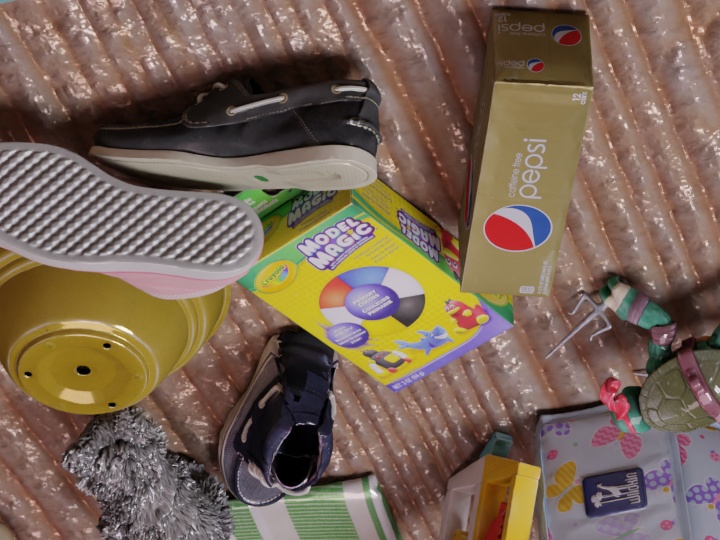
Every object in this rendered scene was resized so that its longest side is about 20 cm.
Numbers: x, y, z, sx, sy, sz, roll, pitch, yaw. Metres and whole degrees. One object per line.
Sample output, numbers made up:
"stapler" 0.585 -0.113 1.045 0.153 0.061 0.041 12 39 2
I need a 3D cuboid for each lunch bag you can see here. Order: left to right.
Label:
"lunch bag" 0.227 0.196 1.697 0.199 0.170 0.127 12 139 -13

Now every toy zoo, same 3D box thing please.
"toy zoo" 0.090 0.220 1.716 0.020 0.201 0.131 16 165 -18

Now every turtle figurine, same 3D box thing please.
"turtle figurine" 0.242 0.065 1.607 0.199 0.101 0.150 -26 133 19

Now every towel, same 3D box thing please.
"towel" -0.066 0.225 1.845 0.199 0.023 0.153 -8 138 11

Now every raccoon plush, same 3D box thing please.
"raccoon plush" -0.135 0.180 1.688 0.199 0.097 0.134 33 164 27

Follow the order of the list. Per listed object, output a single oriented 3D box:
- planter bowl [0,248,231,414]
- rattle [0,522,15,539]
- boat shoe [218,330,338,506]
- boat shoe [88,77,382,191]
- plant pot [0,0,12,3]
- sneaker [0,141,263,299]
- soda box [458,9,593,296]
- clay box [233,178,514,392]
"planter bowl" -0.191 0.042 1.584 0.199 0.084 0.201 0 140 0
"rattle" -0.348 0.240 1.828 0.142 0.131 0.199 -23 162 39
"boat shoe" -0.064 0.138 1.688 0.074 0.093 0.201 7 139 -9
"boat shoe" -0.080 -0.088 1.456 0.199 0.068 0.072 -1 166 22
"plant pot" -0.254 -0.235 1.228 0.140 0.142 0.200 -11 146 13
"sneaker" -0.166 -0.026 1.482 0.199 0.076 0.105 12 167 -7
"soda box" 0.104 -0.073 1.463 0.064 0.068 0.201 3 139 -2
"clay box" 0.000 0.000 1.563 0.115 0.048 0.200 -31 131 30
